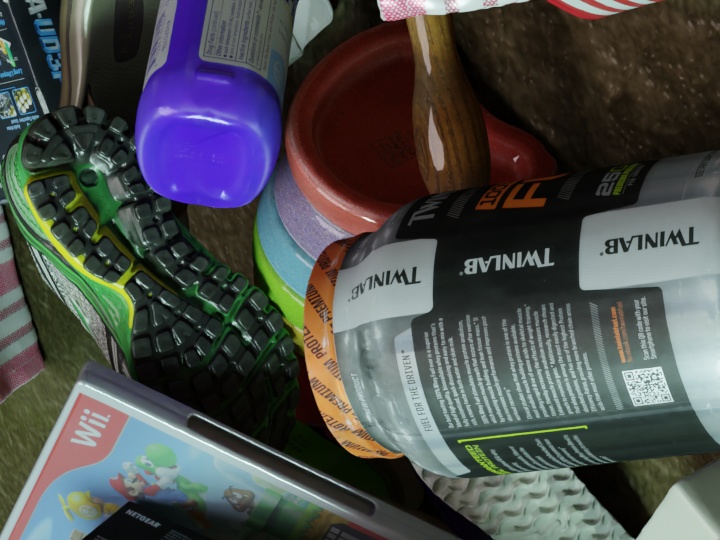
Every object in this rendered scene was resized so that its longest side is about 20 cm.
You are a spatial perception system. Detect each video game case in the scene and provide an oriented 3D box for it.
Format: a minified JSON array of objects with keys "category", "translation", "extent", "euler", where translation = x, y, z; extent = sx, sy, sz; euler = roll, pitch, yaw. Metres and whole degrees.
[{"category":"video game case","translation":[-0.061,0.132,1.382],"extent":[0.200,0.017,0.143],"euler":[26,134,-4]}]

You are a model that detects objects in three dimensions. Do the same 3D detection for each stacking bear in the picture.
[{"category":"stacking bear","translation":[0.000,0.000,1.414],"extent":[0.122,0.114,0.200],"euler":[49,146,24]}]

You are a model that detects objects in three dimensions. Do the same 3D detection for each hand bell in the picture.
[{"category":"hand bell","translation":[0.028,-0.113,1.288],"extent":[0.104,0.104,0.201],"euler":[2,104,53]}]

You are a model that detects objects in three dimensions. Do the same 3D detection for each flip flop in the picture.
[{"category":"flip flop","translation":[-0.103,-0.069,1.423],"extent":[0.057,0.081,0.201],"euler":[26,126,33]}]

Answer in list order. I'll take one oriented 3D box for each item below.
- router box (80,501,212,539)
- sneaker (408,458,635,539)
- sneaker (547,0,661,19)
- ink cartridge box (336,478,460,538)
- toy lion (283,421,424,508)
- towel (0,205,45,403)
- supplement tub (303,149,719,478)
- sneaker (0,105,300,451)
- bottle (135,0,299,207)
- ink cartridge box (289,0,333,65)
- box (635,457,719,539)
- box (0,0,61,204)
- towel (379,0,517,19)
[{"category":"router box","translation":[-0.037,0.208,1.334],"extent":[0.200,0.052,0.158],"euler":[22,136,37]},{"category":"sneaker","translation":[0.084,0.124,1.408],"extent":[0.200,0.069,0.100],"euler":[57,176,-11]},{"category":"sneaker","translation":[0.070,-0.193,1.207],"extent":[0.115,0.078,0.200],"euler":[-25,87,38]},{"category":"ink cartridge box","translation":[-0.052,0.173,1.479],"extent":[0.199,0.075,0.165],"euler":[20,135,2]},{"category":"toy lion","translation":[-0.057,0.123,1.603],"extent":[0.200,0.069,0.192],"euler":[41,145,32]},{"category":"towel","translation":[-0.230,-0.012,1.703],"extent":[0.030,0.146,0.201],"euler":[-7,107,15]},{"category":"supplement tub","translation":[0.085,0.021,1.230],"extent":[0.199,0.123,0.123],"euler":[-8,104,26]},{"category":"sneaker","translation":[-0.097,0.011,1.390],"extent":[0.200,0.078,0.085],"euler":[60,161,-10]},{"category":"bottle","translation":[-0.059,-0.128,1.363],"extent":[0.084,0.065,0.200],"euler":[101,177,-54]},{"category":"ink cartridge box","translation":[-0.102,-0.130,1.506],"extent":[0.200,0.067,0.117],"euler":[-36,80,55]},{"category":"box","translation":[0.204,0.176,1.229],"extent":[0.200,0.109,0.128],"euler":[51,143,21]},{"category":"box","translation":[-0.198,-0.115,1.546],"extent":[0.200,0.046,0.159],"euler":[-5,106,60]},{"category":"towel","translation":[0.091,-0.180,1.128],"extent":[0.199,0.030,0.147],"euler":[-9,104,11]}]
